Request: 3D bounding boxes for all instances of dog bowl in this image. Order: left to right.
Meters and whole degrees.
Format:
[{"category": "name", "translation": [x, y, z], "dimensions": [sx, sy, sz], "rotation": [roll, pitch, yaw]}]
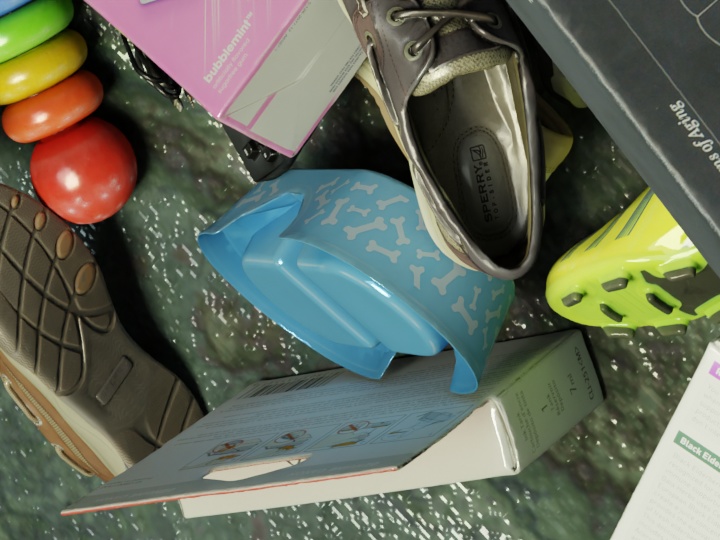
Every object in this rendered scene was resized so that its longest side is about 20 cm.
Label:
[{"category": "dog bowl", "translation": [0.000, 0.000, 1.277], "dimensions": [0.111, 0.050, 0.200], "rotation": [41, 165, -20]}]

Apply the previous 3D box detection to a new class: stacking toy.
[{"category": "stacking toy", "translation": [-0.168, -0.117, 1.387], "dimensions": [0.085, 0.085, 0.201], "rotation": [-16, 107, 36]}]

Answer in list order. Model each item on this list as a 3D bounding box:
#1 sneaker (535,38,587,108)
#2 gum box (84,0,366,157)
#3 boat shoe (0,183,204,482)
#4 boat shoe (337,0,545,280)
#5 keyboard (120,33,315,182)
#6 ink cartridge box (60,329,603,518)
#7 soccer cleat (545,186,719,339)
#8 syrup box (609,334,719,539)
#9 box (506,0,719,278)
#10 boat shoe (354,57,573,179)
[{"category": "sneaker", "translation": [0.132, -0.146, 1.176], "dimensions": [0.082, 0.072, 0.201], "rotation": [21, 126, 10]}, {"category": "gum box", "translation": [-0.022, -0.167, 1.209], "dimensions": [0.113, 0.066, 0.200], "rotation": [41, 99, 31]}, {"category": "boat shoe", "translation": [-0.160, 0.040, 1.417], "dimensions": [0.072, 0.076, 0.200], "rotation": [-7, 125, 46]}, {"category": "boat shoe", "translation": [0.037, -0.089, 1.142], "dimensions": [0.072, 0.065, 0.201], "rotation": [-19, 106, -9]}, {"category": "keyboard", "translation": [-0.087, -0.125, 1.302], "dimensions": [0.201, 0.039, 0.104], "rotation": [60, 142, 25]}, {"category": "ink cartridge box", "translation": [-0.012, 0.087, 1.299], "dimensions": [0.199, 0.173, 0.044], "rotation": [-11, 104, 35]}, {"category": "soccer cleat", "translation": [0.159, -0.035, 1.216], "dimensions": [0.200, 0.064, 0.084], "rotation": [-33, 46, 40]}, {"category": "syrup box", "translation": [0.167, 0.114, 1.254], "dimensions": [0.081, 0.079, 0.201], "rotation": [35, 124, 17]}, {"category": "box", "translation": [0.186, -0.099, 1.067], "dimensions": [0.196, 0.124, 0.200], "rotation": [-38, 92, 0]}, {"category": "boat shoe", "translation": [0.025, -0.110, 1.247], "dimensions": [0.065, 0.072, 0.200], "rotation": [-49, 60, 28]}]
